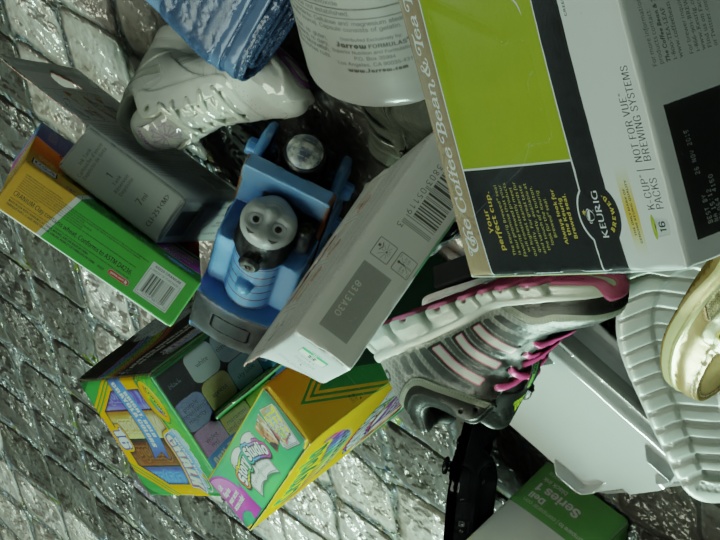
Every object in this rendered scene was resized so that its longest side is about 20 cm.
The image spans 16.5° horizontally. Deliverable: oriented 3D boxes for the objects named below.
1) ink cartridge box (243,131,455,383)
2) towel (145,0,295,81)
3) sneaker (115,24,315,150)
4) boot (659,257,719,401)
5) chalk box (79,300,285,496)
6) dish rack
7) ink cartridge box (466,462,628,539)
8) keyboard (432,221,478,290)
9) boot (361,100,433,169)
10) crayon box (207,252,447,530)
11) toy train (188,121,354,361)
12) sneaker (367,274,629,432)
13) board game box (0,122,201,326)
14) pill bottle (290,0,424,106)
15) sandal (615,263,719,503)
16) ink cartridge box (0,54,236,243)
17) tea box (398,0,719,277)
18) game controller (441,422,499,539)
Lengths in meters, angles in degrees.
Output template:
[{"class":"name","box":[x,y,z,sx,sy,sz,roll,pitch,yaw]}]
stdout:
[{"class":"ink cartridge box","box":[0.000,0.000,1.596,0.050,0.161,0.200,36,166,-4]},{"class":"towel","box":[-0.121,-0.227,1.670,0.200,0.049,0.112,42,121,13]},{"class":"sneaker","box":[-0.103,-0.118,1.754,0.075,0.100,0.200,45,162,-29]},{"class":"boot","box":[0.262,0.043,1.398,0.155,0.073,0.200,42,139,17]},{"class":"chalk box","box":[-0.119,0.103,2.034,0.124,0.125,0.200,59,154,-14]},{"class":"dish rack","box":[0.134,0.085,1.641,0.200,0.044,0.172,40,156,-15]},{"class":"ink cartridge box","box":[0.097,0.259,1.795,0.084,0.200,0.146,37,149,25]},{"class":"keyboard","box":[0.101,-0.006,1.589,0.127,0.021,0.200,21,162,-21]},{"class":"boot","box":[0.063,-0.098,1.580,0.200,0.068,0.131,26,155,44]},{"class":"crayon box","box":[-0.013,0.091,1.793,0.058,0.172,0.200,48,154,8]},{"class":"toy train","box":[-0.064,-0.021,1.784,0.087,0.114,0.200,25,152,1]},{"class":"sneaker","box":[0.092,0.050,1.525,0.200,0.074,0.088,-19,92,40]},{"class":"board game box","box":[-0.190,-0.037,1.819,0.153,0.040,0.200,35,-173,-10]},{"class":"pill bottle","box":[0.005,-0.207,1.458,0.114,0.114,0.200,28,145,39]},{"class":"sandal","box":[0.203,0.055,1.533,0.050,0.082,0.203,-87,-14,-60]},{"class":"ink cartridge box","box":[-0.183,-0.088,1.844,0.173,0.044,0.200,36,-173,7]},{"class":"tea box","box":[0.135,-0.110,1.299,0.197,0.133,0.201,-1,106,58]},{"class":"game controller","box":[0.079,0.169,1.832,0.042,0.105,0.200,5,142,2]}]
